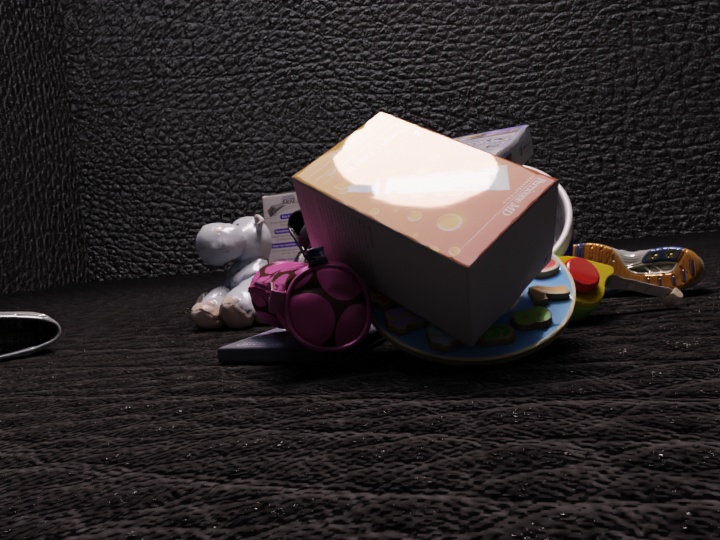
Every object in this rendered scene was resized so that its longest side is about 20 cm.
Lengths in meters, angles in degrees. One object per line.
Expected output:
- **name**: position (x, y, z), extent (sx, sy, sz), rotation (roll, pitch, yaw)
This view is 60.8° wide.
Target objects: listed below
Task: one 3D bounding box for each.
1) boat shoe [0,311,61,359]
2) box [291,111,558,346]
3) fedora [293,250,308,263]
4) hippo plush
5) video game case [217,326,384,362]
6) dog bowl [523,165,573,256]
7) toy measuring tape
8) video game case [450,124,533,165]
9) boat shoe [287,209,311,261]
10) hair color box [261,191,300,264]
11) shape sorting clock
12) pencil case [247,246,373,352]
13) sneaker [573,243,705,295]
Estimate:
- **boat shoe**: position (-0.478, 0.081, 0.762), extent (0.071, 0.070, 0.200), rotation (-7, -1, 43)
- **box**: position (0.055, -0.046, 0.552), extent (0.200, 0.098, 0.124), rotation (30, 59, 34)
- **fedora**: position (0.000, 0.000, 0.802), extent (0.200, 0.092, 0.201), rotation (-28, 29, 17)
- **hippo plush**: position (-0.167, -0.003, 0.937), extent (0.199, 0.162, 0.159), rotation (-7, 4, -31)
- **video game case**: position (-0.042, 0.073, 0.685), extent (0.142, 0.019, 0.200), rotation (-4, 4, 23)
- **dog bowl**: position (0.174, -0.044, 0.804), extent (0.199, 0.201, 0.079), rotation (-4, -38, 17)
- **toy measuring tape**: position (0.268, 0.030, 0.685), extent (0.199, 0.074, 0.074), rotation (14, 1, -6)
- **video game case**: position (0.098, -0.125, 0.780), extent (0.199, 0.046, 0.181), rotation (-4, 25, 34)
- **boat shoe**: position (-0.042, -0.035, 0.705), extent (0.066, 0.075, 0.199), rotation (20, 14, -23)
- **hair color box**: position (-0.106, -0.038, 1.092), extent (0.109, 0.201, 0.065), rotation (-4, 4, 23)
- **shape sorting clock**: position (0.100, 0.014, 0.582), extent (0.199, 0.039, 0.200), rotation (-8, 38, 6)
- **pencil case**: position (-0.060, 0.027, 0.608), extent (0.093, 0.091, 0.200), rotation (-3, 0, -18)
- **sneaker**: position (0.382, 0.004, 0.878), extent (0.199, 0.076, 0.088), rotation (6, -2, 38)
